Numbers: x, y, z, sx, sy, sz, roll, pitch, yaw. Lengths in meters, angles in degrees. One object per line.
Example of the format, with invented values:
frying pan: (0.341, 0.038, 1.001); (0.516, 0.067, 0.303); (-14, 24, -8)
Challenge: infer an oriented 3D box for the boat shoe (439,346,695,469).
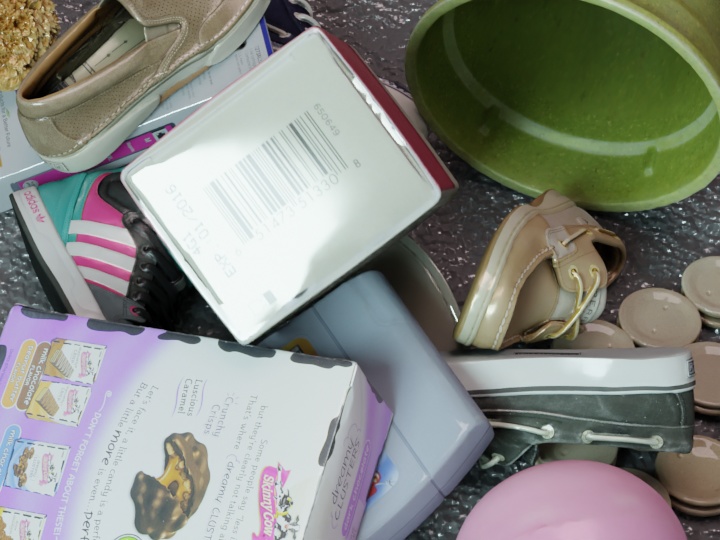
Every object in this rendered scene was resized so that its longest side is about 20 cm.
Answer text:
boat shoe: (0.082, 0.076, 1.277); (0.200, 0.064, 0.071); (-1, 4, 13)

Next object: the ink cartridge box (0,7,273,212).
ink cartridge box: (-0.146, -0.112, 1.433); (0.200, 0.037, 0.095); (-22, 52, 9)

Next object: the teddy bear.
teddy bear: (-0.285, -0.155, 1.464); (0.200, 0.067, 0.145); (16, 54, 40)

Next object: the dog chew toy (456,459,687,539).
dog chew toy: (0.118, 0.195, 1.161); (0.124, 0.125, 0.200); (-8, 56, -12)

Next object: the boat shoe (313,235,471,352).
boat shoe: (0.000, 0.000, 1.364); (0.073, 0.063, 0.200); (-41, 77, 3)

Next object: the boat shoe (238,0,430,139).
boat shoe: (-0.038, -0.137, 1.488); (0.200, 0.075, 0.093); (18, 56, 14)

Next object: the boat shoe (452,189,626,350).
boat shoe: (0.109, 0.004, 1.331); (0.069, 0.074, 0.200); (27, 24, 10)

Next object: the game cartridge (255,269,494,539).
game cartridge: (-0.037, 0.104, 1.228); (0.200, 0.042, 0.133); (-36, 55, 0)

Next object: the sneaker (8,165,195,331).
sneaker: (-0.115, 0.007, 1.347); (0.121, 0.084, 0.200); (-22, 50, -11)

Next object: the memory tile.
memory tile: (0.182, 0.074, 1.346); (0.200, 0.017, 0.153); (-23, 52, -25)

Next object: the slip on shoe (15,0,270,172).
slip on shoe: (-0.127, -0.146, 1.390); (0.200, 0.061, 0.076); (-44, 53, -11)

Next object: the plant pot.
plant pot: (0.149, -0.168, 1.427); (0.200, 0.200, 0.184); (16, 57, 11)

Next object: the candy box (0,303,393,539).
candy box: (-0.104, 0.119, 1.181); (0.200, 0.072, 0.168); (9, 68, 22)

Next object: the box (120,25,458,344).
box: (-0.031, -0.046, 1.233); (0.128, 0.200, 0.109); (-37, 90, 5)
